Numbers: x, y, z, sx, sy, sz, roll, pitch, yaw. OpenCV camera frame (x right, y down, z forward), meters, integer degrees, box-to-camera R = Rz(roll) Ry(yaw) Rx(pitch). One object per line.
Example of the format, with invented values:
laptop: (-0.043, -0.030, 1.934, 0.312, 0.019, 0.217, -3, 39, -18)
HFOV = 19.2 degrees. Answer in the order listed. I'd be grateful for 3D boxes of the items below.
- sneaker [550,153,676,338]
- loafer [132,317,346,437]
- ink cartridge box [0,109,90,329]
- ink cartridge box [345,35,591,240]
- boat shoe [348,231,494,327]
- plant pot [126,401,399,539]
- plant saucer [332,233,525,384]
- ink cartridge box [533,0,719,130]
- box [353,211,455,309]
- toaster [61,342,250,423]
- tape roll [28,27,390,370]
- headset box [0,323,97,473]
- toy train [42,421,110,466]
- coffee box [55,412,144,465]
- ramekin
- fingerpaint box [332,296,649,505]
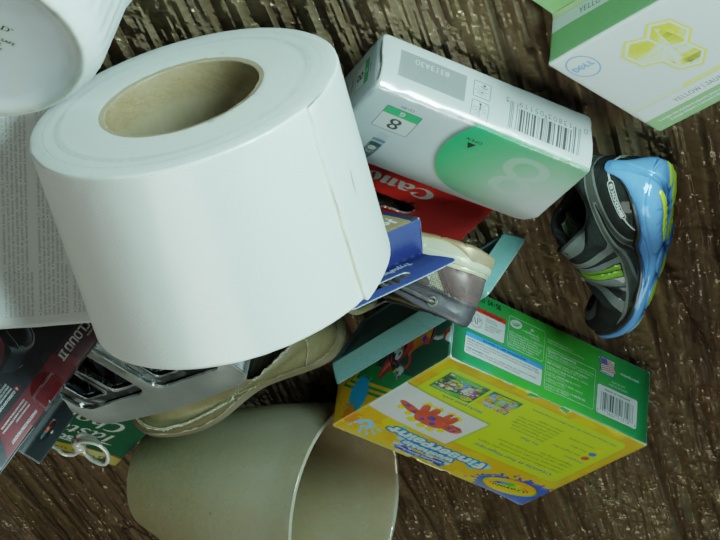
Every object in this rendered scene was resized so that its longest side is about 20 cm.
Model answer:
sneaker: (0.178, -0.023, 1.518, 0.082, 0.071, 0.200, 16, 150, 13)
loafer: (-0.109, 0.070, 1.693, 0.200, 0.076, 0.067, -29, 156, 18)
ink cartridge box: (-0.243, -0.042, 1.420, 0.199, 0.161, 0.050, -4, -172, -25)
ink cartridge box: (0.041, -0.069, 1.465, 0.161, 0.050, 0.200, 20, 145, -18)
boat shoe: (0.000, 0.000, 1.552, 0.200, 0.065, 0.072, 9, 167, 26)
plant pot: (-0.097, 0.195, 1.854, 0.200, 0.188, 0.187, 6, 152, 30)
plant saucer: (0.047, 0.028, 1.629, 0.019, 0.070, 0.200, 46, 139, -11)
ink cartridge box: (0.164, -0.169, 1.285, 0.200, 0.048, 0.145, 25, 146, -32)
box: (-0.045, -0.016, 1.465, 0.200, 0.121, 0.033, 11, 114, 39)
toaster: (-0.183, 0.020, 1.612, 0.181, 0.119, 0.200, -17, 142, 37)
tape roll: (-0.093, -0.049, 1.341, 0.202, 0.203, 0.139, -5, 119, 21)
headset box: (-0.285, 0.053, 1.475, 0.200, 0.149, 0.075, 40, 138, -9)
toy train: (-0.288, 0.096, 1.756, 0.150, 0.056, 0.200, 11, 134, 34)
coffee box: (-0.228, 0.101, 1.831, 0.123, 0.044, 0.200, 20, 147, -20)
ramekin: (-0.238, -0.178, 1.314, 0.202, 0.094, 0.203, 6, 150, 4)
fingerpaint box: (0.106, 0.103, 1.729, 0.200, 0.074, 0.167, 24, 145, -25)
